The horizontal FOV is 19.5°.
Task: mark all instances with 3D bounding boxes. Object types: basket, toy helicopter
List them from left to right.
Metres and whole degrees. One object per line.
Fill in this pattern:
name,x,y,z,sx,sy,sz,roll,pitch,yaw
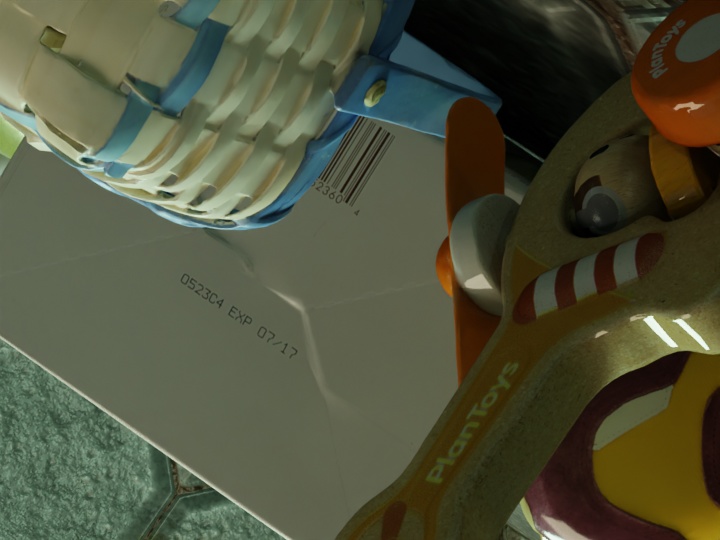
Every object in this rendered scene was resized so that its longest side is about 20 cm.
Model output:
basket,-0.053,-0.093,0.604,0.176,0.139,0.200,34,-172,14
toy helicopter,0.048,0.014,0.560,0.079,0.200,0.132,47,158,-30

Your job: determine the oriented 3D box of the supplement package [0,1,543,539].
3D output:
supplement package,-0.012,-0.002,0.793,0.191,0.147,0.200,34,-172,11

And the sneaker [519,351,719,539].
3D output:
sneaker,0.143,0.042,0.575,0.199,0.075,0.090,-6,162,-2

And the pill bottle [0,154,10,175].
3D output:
pill bottle,-0.191,-0.095,0.935,0.200,0.112,0.112,63,164,-18

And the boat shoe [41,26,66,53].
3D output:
boat shoe,-0.158,-0.150,0.714,0.073,0.063,0.201,-27,-98,-51

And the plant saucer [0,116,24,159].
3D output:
plant saucer,-0.152,-0.121,0.830,0.200,0.031,0.200,59,-164,-28
